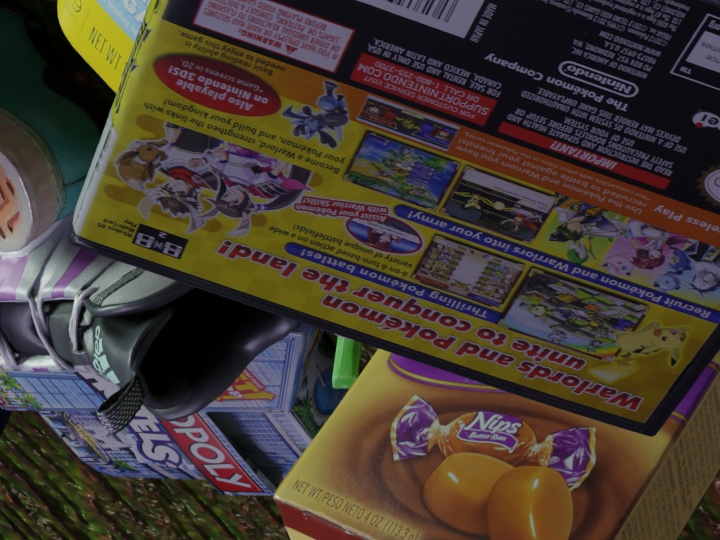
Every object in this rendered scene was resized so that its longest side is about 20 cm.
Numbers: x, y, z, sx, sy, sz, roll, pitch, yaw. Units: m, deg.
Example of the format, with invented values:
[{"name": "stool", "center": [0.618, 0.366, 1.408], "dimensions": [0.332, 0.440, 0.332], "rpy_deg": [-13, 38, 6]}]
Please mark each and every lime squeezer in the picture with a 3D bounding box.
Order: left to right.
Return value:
[{"name": "lime squeezer", "center": [0.000, 0.000, 0.943], "dimensions": [0.038, 0.071, 0.200], "rpy_deg": [19, -175, 3]}]

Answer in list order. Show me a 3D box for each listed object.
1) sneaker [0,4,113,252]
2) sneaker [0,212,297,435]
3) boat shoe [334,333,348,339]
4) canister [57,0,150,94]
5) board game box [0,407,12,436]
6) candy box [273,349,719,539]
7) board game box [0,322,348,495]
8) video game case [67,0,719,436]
[{"name": "sneaker", "center": [-0.178, -0.080, 0.962], "dimensions": [0.200, 0.080, 0.072], "rpy_deg": [34, 133, 22]}, {"name": "sneaker", "center": [-0.109, 0.021, 0.934], "dimensions": [0.199, 0.140, 0.078], "rpy_deg": [-23, 127, 11]}, {"name": "boat shoe", "center": [0.082, -0.024, 0.803], "dimensions": [0.198, 0.068, 0.074], "rpy_deg": [-10, 155, 16]}, {"name": "canister", "center": [-0.008, -0.119, 0.719], "dimensions": [0.148, 0.086, 0.200], "rpy_deg": [44, 137, 15]}, {"name": "board game box", "center": [-0.279, 0.016, 1.185], "dimensions": [0.199, 0.035, 0.136], "rpy_deg": [11, 146, 17]}, {"name": "candy box", "center": [0.073, 0.038, 0.839], "dimensions": [0.116, 0.200, 0.057], "rpy_deg": [21, 148, 28]}, {"name": "board game box", "center": [-0.077, 0.039, 1.075], "dimensions": [0.199, 0.062, 0.200], "rpy_deg": [-1, 140, 33]}, {"name": "video game case", "center": [0.031, -0.039, 0.685], "dimensions": [0.199, 0.026, 0.181], "rpy_deg": [19, 138, -9]}]
